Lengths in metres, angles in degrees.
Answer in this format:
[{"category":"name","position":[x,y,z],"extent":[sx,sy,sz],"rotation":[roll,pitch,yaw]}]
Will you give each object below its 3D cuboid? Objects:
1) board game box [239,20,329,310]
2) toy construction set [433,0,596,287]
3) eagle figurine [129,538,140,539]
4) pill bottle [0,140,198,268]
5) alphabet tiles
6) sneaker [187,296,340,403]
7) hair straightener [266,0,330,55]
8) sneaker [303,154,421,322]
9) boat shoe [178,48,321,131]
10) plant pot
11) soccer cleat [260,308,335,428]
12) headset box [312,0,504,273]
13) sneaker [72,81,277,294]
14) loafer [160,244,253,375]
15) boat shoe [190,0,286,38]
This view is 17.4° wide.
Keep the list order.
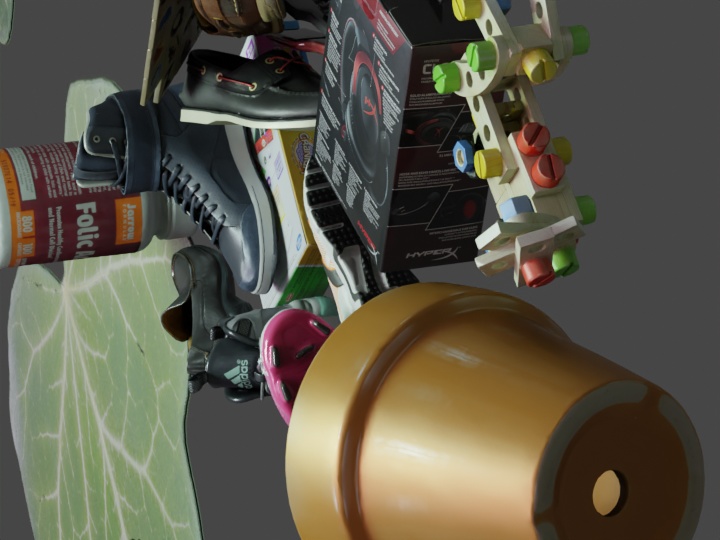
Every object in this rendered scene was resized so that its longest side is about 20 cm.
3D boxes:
[{"category":"board game box","position":[-0.064,-0.079,1.910],"extent":[0.153,0.040,0.200],"rotation":[122,137,-62]},{"category":"toy construction set","position":[0.099,-0.073,1.382],"extent":[0.131,0.092,0.200],"rotation":[120,150,-60]},{"category":"eagle figurine","position":[-0.235,0.411,2.503],"extent":[0.152,0.151,0.200],"rotation":[33,103,15]},{"category":"pill bottle","position":[-0.261,-0.068,2.242],"extent":[0.114,0.200,0.114],"rotation":[172,90,-72]},{"category":"alphabet tiles","position":[-0.125,-0.222,1.770],"extent":[0.200,0.006,0.167],"rotation":[106,-172,-54]},{"category":"sneaker","position":[-0.062,0.082,1.807],"extent":[0.200,0.140,0.078],"rotation":[-142,49,-65]},{"category":"hair straightener","position":[-0.034,-0.199,1.771],"extent":[0.200,0.041,0.077],"rotation":[-137,44,-70]},{"category":"sneaker","position":[0.000,0.000,1.706],"extent":[0.080,0.074,0.200],"rotation":[110,148,-57]},{"category":"boat shoe","position":[-0.067,-0.138,1.795],"extent":[0.201,0.074,0.063],"rotation":[11,100,48]},{"category":"plant pot","position":[0.089,0.112,1.339],"extent":[0.183,0.200,0.200],"rotation":[7,103,55]},{"category":"soccer cleat","position":[-0.011,0.115,1.685],"extent":[0.200,0.070,0.086],"rotation":[54,167,-7]},{"category":"headset box","position":[0.032,-0.123,1.561],"extent":[0.149,0.075,0.200],"rotation":[-120,29,-48]},{"category":"sneaker","position":[-0.153,-0.062,1.892],"extent":[0.077,0.146,0.203],"rotation":[115,142,-55]},{"category":"loafer","position":[-0.148,0.035,2.147],"extent":[0.200,0.072,0.073],"rotation":[-128,35,-58]},{"category":"boat shoe","position":[-0.094,-0.209,1.752],"extent":[0.200,0.067,0.072],"rotation":[-131,30,-86]}]
